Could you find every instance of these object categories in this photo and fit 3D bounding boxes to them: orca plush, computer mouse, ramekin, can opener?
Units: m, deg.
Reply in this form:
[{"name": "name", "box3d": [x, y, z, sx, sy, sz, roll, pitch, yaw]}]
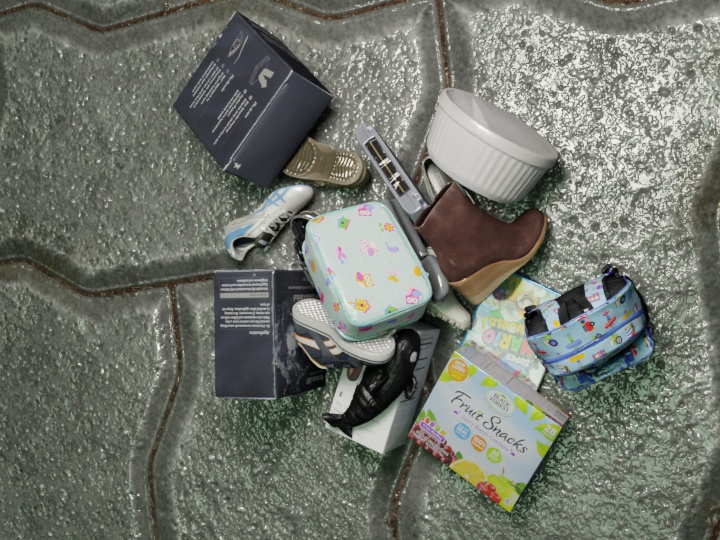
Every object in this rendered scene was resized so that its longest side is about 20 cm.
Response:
[{"name": "orca plush", "box3d": [0.014, 0.171, 1.403, 0.199, 0.071, 0.106, -38, 77, 17]}, {"name": "computer mouse", "box3d": [-0.050, 0.017, 1.490, 0.045, 0.141, 0.202, -26, 110, 5]}, {"name": "ramekin", "box3d": [0.189, -0.184, 1.391, 0.201, 0.201, 0.095, 38, 114, 18]}, {"name": "can opener", "box3d": [0.087, -0.033, 1.442, 0.067, 0.052, 0.202, -49, 58, 37]}]

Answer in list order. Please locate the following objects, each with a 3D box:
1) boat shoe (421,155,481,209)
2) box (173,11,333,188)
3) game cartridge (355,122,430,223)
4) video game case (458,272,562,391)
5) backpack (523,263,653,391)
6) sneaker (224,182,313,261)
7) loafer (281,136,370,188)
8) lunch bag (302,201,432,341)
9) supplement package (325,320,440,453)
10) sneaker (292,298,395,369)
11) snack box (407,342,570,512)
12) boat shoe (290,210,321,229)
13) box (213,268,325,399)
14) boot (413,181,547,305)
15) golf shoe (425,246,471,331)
[{"name": "boat shoe", "box3d": [0.150, -0.093, 1.467, 0.072, 0.071, 0.202, -38, 76, 18]}, {"name": "box", "box3d": [-0.183, -0.285, 1.552, 0.198, 0.117, 0.201, -51, 54, 15]}, {"name": "game cartridge", "box3d": [0.067, -0.134, 1.456, 0.040, 0.133, 0.202, -38, 55, 10]}, {"name": "video game case", "box3d": [0.236, 0.111, 1.458, 0.141, 0.018, 0.203, 25, 99, 20]}, {"name": "backpack", "box3d": [0.326, 0.088, 1.313, 0.180, 0.200, 0.136, -28, 88, 12]}, {"name": "sneaker", "box3d": [-0.154, -0.085, 1.594, 0.198, 0.071, 0.074, -33, 63, 26]}, {"name": "loafer", "box3d": [-0.063, -0.175, 1.562, 0.198, 0.068, 0.077, 24, 88, 38]}, {"name": "lunch bag", "box3d": [0.012, 0.002, 1.376, 0.202, 0.158, 0.077, 63, 155, 23]}, {"name": "supplement package", "box3d": [0.037, 0.172, 1.492, 0.112, 0.109, 0.204, 19, 97, 21]}, {"name": "sneaker", "box3d": [-0.024, 0.112, 1.411, 0.198, 0.078, 0.081, 25, 127, 40]}, {"name": "snack box", "box3d": [0.197, 0.241, 1.432, 0.198, 0.067, 0.171, 34, 111, 16]}, {"name": "boat shoe", "box3d": [-0.042, -0.029, 1.552, 0.199, 0.062, 0.073, 41, 105, 18]}, {"name": "box", "box3d": [-0.146, 0.100, 1.524, 0.115, 0.196, 0.205, -1, 89, 21]}, {"name": "boot", "box3d": [0.185, -0.069, 1.380, 0.200, 0.072, 0.167, -46, 113, -20]}, {"name": "golf shoe", "box3d": [0.116, 0.009, 1.481, 0.200, 0.078, 0.098, 43, 98, 18]}]
